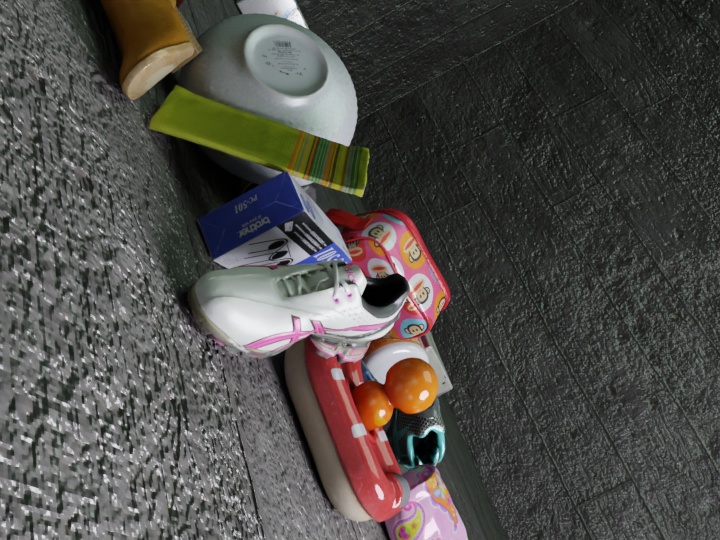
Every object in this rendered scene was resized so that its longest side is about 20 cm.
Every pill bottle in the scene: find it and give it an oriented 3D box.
[{"bbox_3d":[0.024,0.082,1.053,0.113,0.111,0.202,58,8,-45],"label":"pill bottle"}]

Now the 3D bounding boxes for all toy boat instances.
[{"bbox_3d":[0.013,0.123,0.657,0.203,0.129,0.131,66,6,19],"label":"toy boat"}]

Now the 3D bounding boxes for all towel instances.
[{"bbox_3d":[-0.086,-0.120,0.637,0.087,0.196,0.018,-88,-163,-58],"label":"towel"}]

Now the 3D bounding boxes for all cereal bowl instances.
[{"bbox_3d":[-0.089,-0.194,0.734,0.203,0.197,0.083,65,-31,15],"label":"cereal bowl"}]

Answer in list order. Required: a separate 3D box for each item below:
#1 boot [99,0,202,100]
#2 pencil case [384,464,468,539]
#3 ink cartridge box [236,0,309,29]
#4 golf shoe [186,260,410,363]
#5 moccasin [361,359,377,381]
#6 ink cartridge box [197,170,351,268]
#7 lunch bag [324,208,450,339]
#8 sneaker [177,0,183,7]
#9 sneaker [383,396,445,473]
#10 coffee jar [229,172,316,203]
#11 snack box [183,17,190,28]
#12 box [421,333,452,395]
[{"bbox_3d":[-0.205,-0.229,0.584,0.145,0.070,0.202,53,11,-20],"label":"boot"},{"bbox_3d":[0.086,0.320,0.758,0.087,0.086,0.203,1,64,-84],"label":"pencil case"},{"bbox_3d":[-0.230,-0.680,1.882,0.202,0.143,0.148,61,6,-32],"label":"ink cartridge box"},{"bbox_3d":[-0.043,0.019,0.545,0.198,0.092,0.073,9,43,-49],"label":"golf shoe"},{"bbox_3d":[-0.022,0.081,0.840,0.203,0.067,0.080,66,6,12],"label":"moccasin"},{"bbox_3d":[-0.075,-0.027,0.690,0.045,0.093,0.200,65,6,15],"label":"ink cartridge box"},{"bbox_3d":[0.000,0.000,0.873,0.198,0.082,0.178,-6,-56,48],"label":"lunch bag"},{"bbox_3d":[-0.251,-0.395,0.909,0.077,0.073,0.201,38,12,-21],"label":"sneaker"},{"bbox_3d":[0.063,0.212,0.844,0.203,0.076,0.092,89,-16,-45],"label":"sneaker"},{"bbox_3d":[-0.119,-0.143,0.808,0.105,0.084,0.203,96,-29,-71],"label":"coffee jar"},{"bbox_3d":[-0.234,-0.303,0.771,0.200,0.024,0.073,50,16,-70],"label":"snack box"},{"bbox_3d":[0.093,0.155,1.400,0.129,0.107,0.201,60,7,-34],"label":"box"}]
